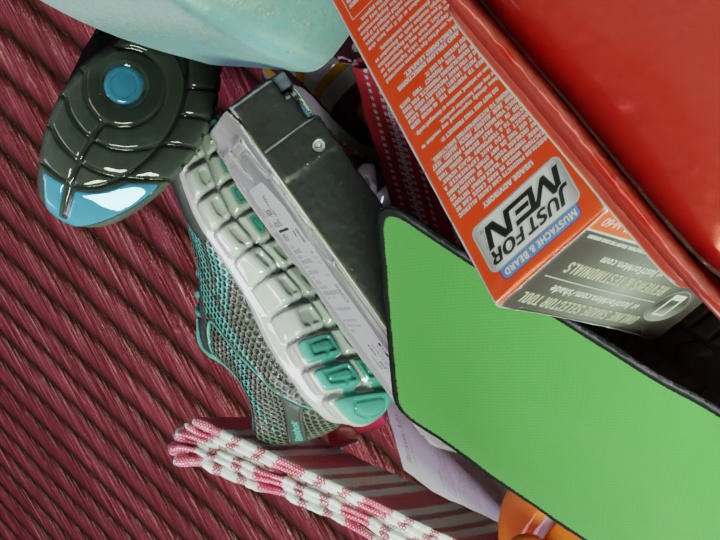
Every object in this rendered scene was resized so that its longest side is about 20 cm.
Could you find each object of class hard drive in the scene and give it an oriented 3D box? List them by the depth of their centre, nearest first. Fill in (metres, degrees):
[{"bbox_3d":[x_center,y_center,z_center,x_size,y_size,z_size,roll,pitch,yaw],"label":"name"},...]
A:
[{"bbox_3d":[0.000,0.000,1.055,0.200,0.038,0.140,55,172,-4],"label":"hard drive"}]

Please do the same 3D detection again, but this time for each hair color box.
[{"bbox_3d":[0.064,-0.074,0.863,0.064,0.111,0.200,-42,58,27],"label":"hair color box"}]

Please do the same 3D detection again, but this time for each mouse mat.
[{"bbox_3d":[0.087,0.066,0.908,0.200,0.008,0.161,32,152,25],"label":"mouse mat"}]

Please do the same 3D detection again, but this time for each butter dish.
[{"bbox_3d":[0.141,-0.098,0.774,0.148,0.199,0.200,-42,82,26],"label":"butter dish"}]

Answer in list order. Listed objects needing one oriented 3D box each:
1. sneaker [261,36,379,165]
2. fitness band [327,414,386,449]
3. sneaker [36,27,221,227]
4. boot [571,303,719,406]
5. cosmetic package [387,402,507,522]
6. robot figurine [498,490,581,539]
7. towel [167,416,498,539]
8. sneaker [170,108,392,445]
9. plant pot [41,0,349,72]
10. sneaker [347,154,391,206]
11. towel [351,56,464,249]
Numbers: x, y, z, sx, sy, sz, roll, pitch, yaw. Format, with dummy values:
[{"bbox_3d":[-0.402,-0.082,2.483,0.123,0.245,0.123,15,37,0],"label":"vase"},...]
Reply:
[{"bbox_3d":[-0.001,-0.117,1.108,0.200,0.075,0.090,24,144,48],"label":"sneaker"},{"bbox_3d":[-0.023,0.022,1.297,0.200,0.037,0.144,-108,1,-73],"label":"fitness band"},{"bbox_3d":[-0.105,-0.108,1.117,0.073,0.200,0.082,31,165,-14],"label":"sneaker"},{"bbox_3d":[0.132,0.084,0.931,0.200,0.077,0.138,30,134,24],"label":"boot"},{"bbox_3d":[0.070,0.074,1.272,0.151,0.052,0.200,33,150,40],"label":"cosmetic package"},{"bbox_3d":[0.149,0.156,1.108,0.200,0.144,0.117,51,162,33],"label":"robot figurine"},{"bbox_3d":[0.003,0.131,1.221,0.200,0.030,0.146,24,-177,17],"label":"towel"},{"bbox_3d":[-0.065,0.008,1.174,0.091,0.078,0.200,-36,76,40],"label":"sneaker"},{"bbox_3d":[-0.075,-0.199,0.999,0.200,0.196,0.196,43,165,-28],"label":"plant pot"},{"bbox_3d":[0.046,-0.008,1.141,0.200,0.075,0.081,22,102,60],"label":"sneaker"},{"bbox_3d":[0.088,-0.025,0.979,0.200,0.022,0.145,16,134,42],"label":"towel"}]
